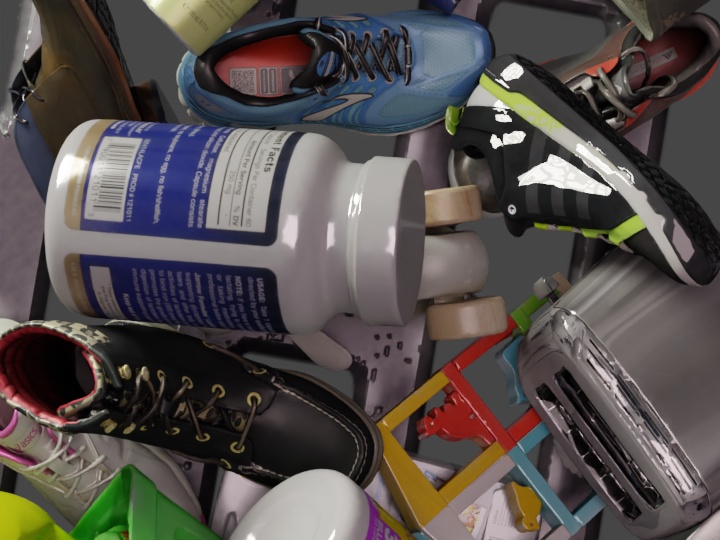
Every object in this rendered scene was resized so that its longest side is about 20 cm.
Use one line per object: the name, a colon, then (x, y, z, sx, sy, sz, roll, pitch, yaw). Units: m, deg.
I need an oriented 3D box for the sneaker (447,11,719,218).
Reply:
sneaker: (0.140, -0.107, 1.083, 0.200, 0.082, 0.077, -36, 91, -3)

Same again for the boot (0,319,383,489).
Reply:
boot: (-0.101, 0.081, 0.998, 0.203, 0.154, 0.074, 22, 96, 21)

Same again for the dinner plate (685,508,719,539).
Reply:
dinner plate: (0.254, 0.205, 1.035, 0.199, 0.024, 0.201, -12, 122, -20)

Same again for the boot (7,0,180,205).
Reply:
boot: (-0.183, -0.114, 1.039, 0.097, 0.075, 0.200, -26, 123, 5)

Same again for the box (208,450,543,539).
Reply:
box: (0.001, 0.187, 1.092, 0.199, 0.041, 0.157, 15, 87, -4)

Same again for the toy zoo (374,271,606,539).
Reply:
toy zoo: (0.092, 0.109, 1.071, 0.200, 0.020, 0.131, -37, 88, -24)

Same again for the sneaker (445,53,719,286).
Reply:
sneaker: (0.127, -0.044, 1.020, 0.083, 0.072, 0.200, -53, 57, 17)

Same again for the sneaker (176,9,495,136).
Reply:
sneaker: (-0.013, -0.120, 1.070, 0.199, 0.090, 0.079, -8, 90, -4)

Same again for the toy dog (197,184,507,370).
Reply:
toy dog: (0.000, 0.000, 1.083, 0.199, 0.096, 0.132, 13, 91, 12)

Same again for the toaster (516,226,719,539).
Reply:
toaster: (0.188, 0.071, 1.042, 0.129, 0.114, 0.200, -34, 83, -21)

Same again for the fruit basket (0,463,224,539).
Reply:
fruit basket: (-0.188, 0.202, 0.998, 0.215, 0.156, 0.216, -3, 130, -3)

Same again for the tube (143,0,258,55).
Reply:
tube: (-0.042, -0.213, 1.016, 0.200, 0.058, 0.052, -44, 72, 1)

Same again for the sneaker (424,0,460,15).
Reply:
sneaker: (-0.029, -0.208, 1.082, 0.199, 0.081, 0.115, 40, 91, 5)

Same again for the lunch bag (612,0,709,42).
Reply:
lunch bag: (0.178, -0.269, 1.067, 0.164, 0.118, 0.200, -35, 63, -6)

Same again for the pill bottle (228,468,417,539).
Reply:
pill bottle: (0.017, 0.209, 0.997, 0.104, 0.104, 0.200, -46, 118, -3)

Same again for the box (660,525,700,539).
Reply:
box: (0.233, 0.192, 1.092, 0.200, 0.068, 0.082, -35, 93, -4)

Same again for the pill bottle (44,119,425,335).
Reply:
pill bottle: (-0.068, -0.023, 0.989, 0.199, 0.116, 0.116, 5, 89, 12)

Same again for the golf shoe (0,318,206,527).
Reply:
golf shoe: (-0.179, 0.113, 1.049, 0.200, 0.092, 0.075, 40, 97, 2)
